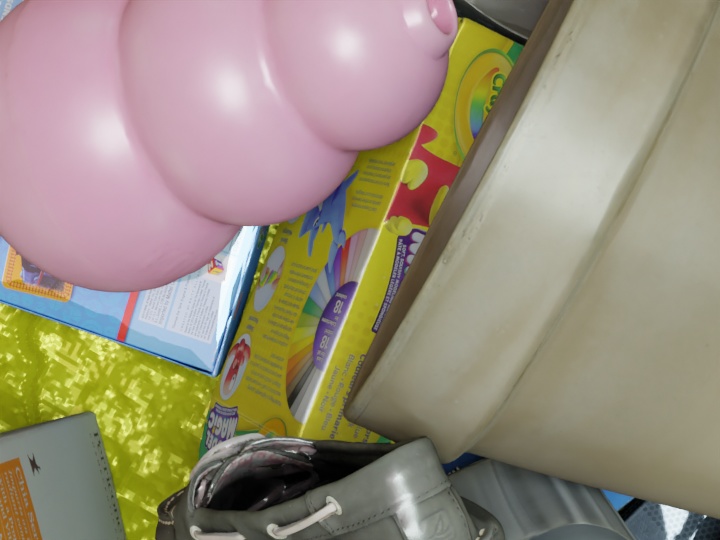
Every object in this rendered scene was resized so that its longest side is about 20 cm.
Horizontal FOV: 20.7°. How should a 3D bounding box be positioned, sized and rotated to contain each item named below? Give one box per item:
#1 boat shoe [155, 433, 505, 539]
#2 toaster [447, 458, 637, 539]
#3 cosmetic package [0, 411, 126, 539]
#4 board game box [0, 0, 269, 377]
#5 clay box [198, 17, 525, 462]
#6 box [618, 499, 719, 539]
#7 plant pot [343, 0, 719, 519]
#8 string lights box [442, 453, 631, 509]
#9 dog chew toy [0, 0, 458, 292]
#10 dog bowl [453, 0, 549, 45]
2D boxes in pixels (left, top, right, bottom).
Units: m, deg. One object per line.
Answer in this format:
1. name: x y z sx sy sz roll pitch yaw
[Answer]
1. boat shoe: -0.019 0.074 0.645 0.067 0.199 0.057 -30 104 -26
2. toaster: 0.039 0.138 0.672 0.199 0.129 0.114 -33 103 4
3. cosmetic package: -0.146 0.117 0.769 0.071 0.200 0.102 -15 89 5
4. board game box: -0.131 -0.058 0.849 0.198 0.037 0.153 18 92 3
5. clay box: 0.000 0.000 0.789 0.047 0.115 0.202 21 88 -21
6. box: 0.157 0.163 0.817 0.200 0.051 0.158 -43 86 4
7. plant pot: 0.113 0.000 0.640 0.173 0.200 0.201 29 93 -1
8. string lights box: 0.072 0.074 0.790 0.200 0.103 0.059 -39 91 4
9. dog chew toy: -0.053 -0.066 0.742 0.199 0.124 0.126 -17 89 29
10. dog bowl: 0.083 -0.180 0.786 0.198 0.059 0.202 1 87 -19
